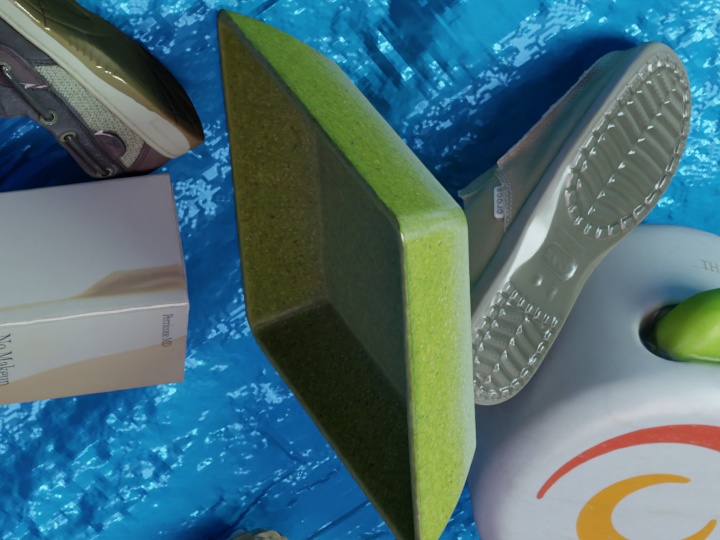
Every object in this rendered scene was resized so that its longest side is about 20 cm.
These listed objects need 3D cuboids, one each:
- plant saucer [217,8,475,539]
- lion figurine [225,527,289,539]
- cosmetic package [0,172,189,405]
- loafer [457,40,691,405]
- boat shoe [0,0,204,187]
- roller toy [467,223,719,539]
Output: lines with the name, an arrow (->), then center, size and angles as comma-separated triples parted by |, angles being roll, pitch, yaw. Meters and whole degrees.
plant saucer -> 0.000, 0.000, 1.245 | 0.048, 0.200, 0.201 | -18, 130, -18
lion figurine -> -0.045, 0.216, 1.484 | 0.122, 0.073, 0.200 | -40, 140, 8
cosmetic package -> -0.183, 0.017, 1.262 | 0.199, 0.071, 0.105 | -7, 157, -7
loafer -> 0.086, -0.031, 1.292 | 0.200, 0.068, 0.076 | -54, 135, -12
boat shoe -> -0.155, -0.098, 1.204 | 0.066, 0.072, 0.201 | -43, 129, 13
roller toy -> 0.139, 0.073, 1.364 | 0.199, 0.140, 0.183 | -20, 135, 14
